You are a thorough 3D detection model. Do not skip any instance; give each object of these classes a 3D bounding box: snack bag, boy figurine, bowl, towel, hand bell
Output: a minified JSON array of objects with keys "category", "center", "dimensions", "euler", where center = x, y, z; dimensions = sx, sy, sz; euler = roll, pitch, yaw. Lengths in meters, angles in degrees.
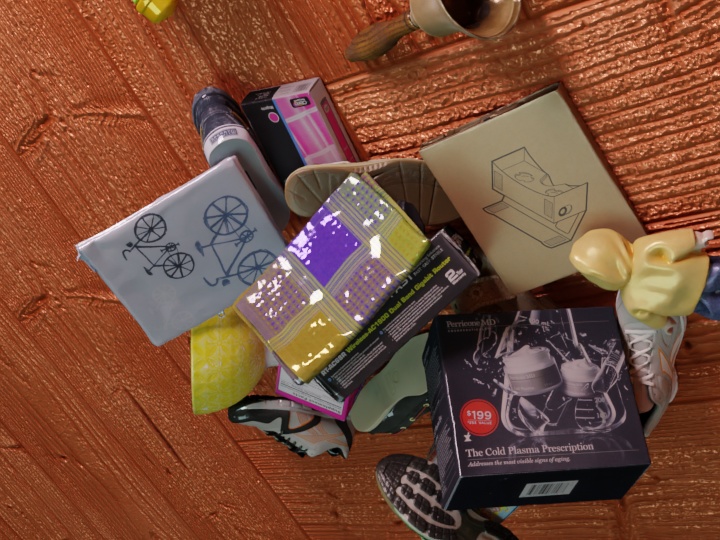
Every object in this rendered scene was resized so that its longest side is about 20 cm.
[{"category":"snack bag","center":[-0.186,-0.015,1.257],"dimensions":[0.200,0.021,0.189],"euler":[-30,134,-1]},{"category":"boy figurine","center":[0.307,0.010,1.133],"dimensions":[0.200,0.064,0.125],"euler":[11,126,10]},{"category":"bowl","center":[-0.155,0.079,1.422],"dimensions":[0.107,0.200,0.200],"euler":[0,135,-5]},{"category":"towel","center":[-0.032,0.006,1.145],"dimensions":[0.144,0.200,0.023],"euler":[49,-171,38]},{"category":"hand bell","center":[0.048,-0.235,1.079],"dimensions":[0.104,0.104,0.200],"euler":[47,147,-17]}]

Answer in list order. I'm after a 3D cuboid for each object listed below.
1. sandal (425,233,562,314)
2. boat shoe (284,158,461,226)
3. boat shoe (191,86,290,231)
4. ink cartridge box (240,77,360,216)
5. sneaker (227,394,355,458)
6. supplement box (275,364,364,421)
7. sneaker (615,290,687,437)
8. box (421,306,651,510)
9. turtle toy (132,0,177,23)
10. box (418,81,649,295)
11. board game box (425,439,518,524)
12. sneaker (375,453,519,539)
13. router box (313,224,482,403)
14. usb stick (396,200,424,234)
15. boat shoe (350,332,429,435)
[{"category":"sandal","center":[0.140,0.037,1.275],"dimensions":[0.211,0.070,0.078],"euler":[31,138,0]},{"category":"boat shoe","center":[0.019,-0.087,1.218],"dimensions":[0.200,0.063,0.073],"euler":[-2,105,-3]},{"category":"boat shoe","center":[-0.134,-0.119,1.289],"dimensions":[0.071,0.091,0.200],"euler":[-20,146,-2]},{"category":"ink cartridge box","center":[-0.048,-0.117,1.267],"dimensions":[0.095,0.037,0.200],"euler":[-5,128,33]},{"category":"sneaker","center":[-0.083,0.205,1.479],"dimensions":[0.200,0.080,0.074],"euler":[11,175,-34]},{"category":"supplement box","center":[-0.034,0.074,1.387],"dimensions":[0.103,0.101,0.200],"euler":[22,137,9]},{"category":"sneaker","center":[0.307,0.101,1.223],"dimensions":[0.076,0.092,0.200],"euler":[5,132,25]},{"category":"box","center":[0.177,0.144,1.195],"dimensions":[0.200,0.182,0.104],"euler":[-3,149,-8]},{"category":"turtle toy","center":[-0.195,-0.344,1.086],"dimensions":[0.146,0.101,0.200],"euler":[41,136,-11]},{"category":"box","center":[0.179,-0.078,1.161],"dimensions":[0.163,0.021,0.200],"euler":[-22,116,30]},{"category":"board game box","center":[0.150,0.189,1.316],"dimensions":[0.103,0.200,0.105],"euler":[31,137,0]},{"category":"sneaker","center":[0.082,0.281,1.243],"dimensions":[0.200,0.077,0.089],"euler":[44,144,-9]},{"category":"router box","center":[0.039,0.041,1.195],"dimensions":[0.200,0.150,0.062],"euler":[-44,88,9]},{"category":"usb stick","center":[0.000,0.000,1.211],"dimensions":[0.033,0.056,0.200],"euler":[8,142,-37]},{"category":"boat shoe","center":[0.068,0.141,1.425],"dimensions":[0.063,0.074,0.201],"euler":[12,137,-34]}]
